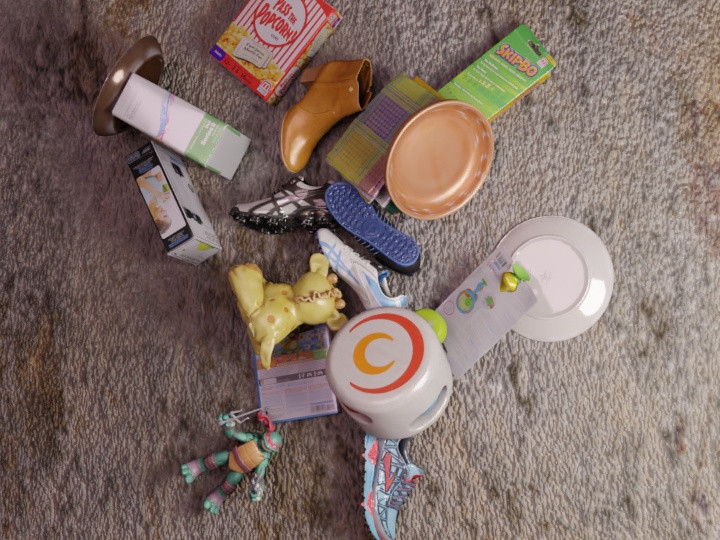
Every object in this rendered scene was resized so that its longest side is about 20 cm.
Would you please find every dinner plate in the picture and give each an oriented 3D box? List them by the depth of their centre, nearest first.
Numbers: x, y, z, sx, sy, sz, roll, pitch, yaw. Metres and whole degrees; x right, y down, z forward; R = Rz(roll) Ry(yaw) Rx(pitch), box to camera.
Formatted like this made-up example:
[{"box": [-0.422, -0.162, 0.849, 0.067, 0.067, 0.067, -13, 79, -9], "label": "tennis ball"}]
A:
[{"box": [0.296, 0.011, 1.667, 0.199, 0.024, 0.202, -3, 80, 20], "label": "dinner plate"}]

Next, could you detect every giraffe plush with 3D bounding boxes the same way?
[{"box": [-0.113, 0.051, 1.722, 0.161, 0.200, 0.173, -20, 110, -9], "label": "giraffe plush"}]

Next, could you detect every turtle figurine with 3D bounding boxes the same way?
[{"box": [-0.196, 0.313, 1.751, 0.200, 0.101, 0.150, -36, 73, 23], "label": "turtle figurine"}]

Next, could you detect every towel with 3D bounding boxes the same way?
[{"box": [0.039, -0.218, 1.723, 0.200, 0.023, 0.144, -51, 49, 4], "label": "towel"}]

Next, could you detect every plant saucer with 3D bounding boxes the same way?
[{"box": [0.120, -0.178, 1.679, 0.200, 0.200, 0.037, -52, 41, 5], "label": "plant saucer"}, {"box": [-0.402, -0.319, 1.872, 0.032, 0.200, 0.201, 30, 92, 4], "label": "plant saucer"}]

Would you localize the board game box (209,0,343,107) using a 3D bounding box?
[{"box": [-0.150, -0.415, 1.873, 0.151, 0.046, 0.200, 40, 96, 20], "label": "board game box"}]

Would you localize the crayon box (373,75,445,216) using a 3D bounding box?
[{"box": [0.074, -0.205, 1.748, 0.200, 0.051, 0.127, -49, 57, 7], "label": "crayon box"}]

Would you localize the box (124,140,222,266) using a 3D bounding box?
[{"box": [-0.326, -0.116, 1.854, 0.060, 0.117, 0.201, -29, 72, 10], "label": "box"}]

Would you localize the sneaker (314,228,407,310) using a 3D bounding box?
[{"box": [0.000, 0.000, 1.746, 0.072, 0.072, 0.200, -44, 73, 7], "label": "sneaker"}]

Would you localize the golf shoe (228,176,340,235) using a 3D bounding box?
[{"box": [-0.125, -0.113, 1.812, 0.199, 0.078, 0.095, 2, 72, 12], "label": "golf shoe"}]

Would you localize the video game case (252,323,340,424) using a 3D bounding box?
[{"box": [-0.112, 0.151, 1.790, 0.142, 0.018, 0.201, -11, 79, 18], "label": "video game case"}]

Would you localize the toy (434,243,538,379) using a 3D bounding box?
[{"box": [0.197, 0.066, 1.666, 0.200, 0.047, 0.115, -51, 55, 33], "label": "toy"}]

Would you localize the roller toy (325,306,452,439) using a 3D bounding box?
[{"box": [0.045, 0.163, 1.655, 0.199, 0.140, 0.183, -8, 56, 14], "label": "roller toy"}]

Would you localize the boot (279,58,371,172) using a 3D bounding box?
[{"box": [-0.055, -0.263, 1.786, 0.143, 0.071, 0.202, 3, 75, 41], "label": "boot"}]

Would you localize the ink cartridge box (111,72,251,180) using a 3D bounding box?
[{"box": [-0.308, -0.248, 1.835, 0.199, 0.145, 0.088, 28, 92, 12], "label": "ink cartridge box"}]

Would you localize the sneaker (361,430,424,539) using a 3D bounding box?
[{"box": [0.053, 0.332, 1.674, 0.095, 0.079, 0.201, -4, 81, 17], "label": "sneaker"}]

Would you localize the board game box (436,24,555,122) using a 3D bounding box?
[{"box": [0.217, -0.306, 1.739, 0.200, 0.030, 0.096, -38, 72, 13], "label": "board game box"}]

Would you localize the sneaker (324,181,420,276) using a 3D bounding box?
[{"box": [0.019, -0.062, 1.740, 0.070, 0.078, 0.200, -42, 71, -11], "label": "sneaker"}]
